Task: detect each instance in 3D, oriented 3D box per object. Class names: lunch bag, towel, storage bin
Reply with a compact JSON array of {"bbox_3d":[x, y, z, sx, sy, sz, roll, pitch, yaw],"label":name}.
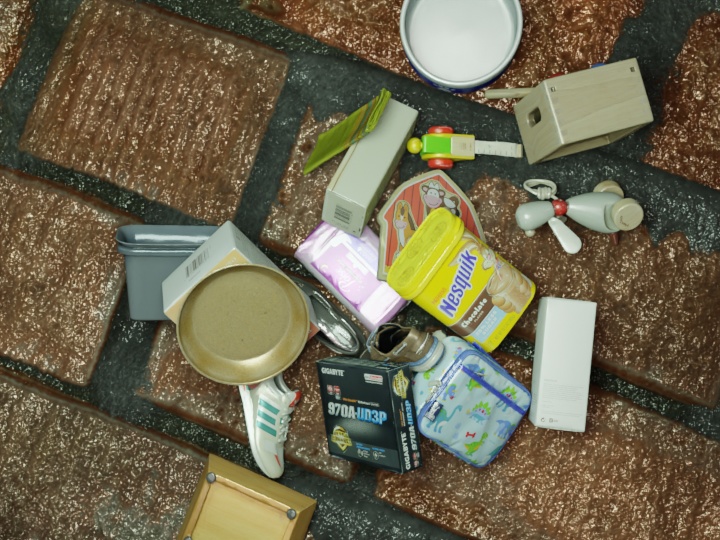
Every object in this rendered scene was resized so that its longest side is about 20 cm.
[{"bbox_3d":[0.167,0.205,1.682,0.200,0.082,0.162,39,87,-38],"label":"lunch bag"},{"bbox_3d":[-0.026,-0.218,1.703,0.018,0.199,0.087,38,57,-19],"label":"towel"},{"bbox_3d":[-0.297,0.004,1.750,0.197,0.146,0.136,1,105,-11],"label":"storage bin"}]

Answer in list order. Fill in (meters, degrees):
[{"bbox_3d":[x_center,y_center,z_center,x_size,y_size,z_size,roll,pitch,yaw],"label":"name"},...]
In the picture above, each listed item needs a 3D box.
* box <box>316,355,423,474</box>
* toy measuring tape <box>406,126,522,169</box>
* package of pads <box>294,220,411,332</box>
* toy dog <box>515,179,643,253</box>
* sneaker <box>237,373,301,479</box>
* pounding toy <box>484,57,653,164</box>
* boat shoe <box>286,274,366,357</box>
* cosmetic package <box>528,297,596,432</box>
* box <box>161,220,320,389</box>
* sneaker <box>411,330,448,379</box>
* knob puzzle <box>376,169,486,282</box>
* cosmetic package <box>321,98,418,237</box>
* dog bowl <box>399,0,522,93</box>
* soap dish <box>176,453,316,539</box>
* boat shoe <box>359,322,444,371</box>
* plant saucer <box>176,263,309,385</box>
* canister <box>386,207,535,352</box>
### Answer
[{"bbox_3d":[0.012,0.221,1.673,0.046,0.199,0.161,-12,98,-35],"label":"box"},{"bbox_3d":[0.166,-0.199,1.766,0.197,0.073,0.075,1,88,-18],"label":"toy measuring tape"},{"bbox_3d":[0.000,0.000,1.754,0.200,0.076,0.121,44,87,4],"label":"package of pads"},{"bbox_3d":[0.350,-0.077,1.721,0.197,0.132,0.098,2,120,12],"label":"toy dog"},{"bbox_3d":[-0.139,0.237,1.760,0.092,0.070,0.203,-14,85,10],"label":"sneaker"},{"bbox_3d":[0.322,-0.260,1.698,0.182,0.200,0.144,-15,87,-11],"label":"pounding toy"},{"bbox_3d":[-0.073,0.071,1.767,0.199,0.057,0.067,37,92,5],"label":"boat shoe"},{"bbox_3d":[0.319,0.146,1.710,0.084,0.108,0.203,7,90,4],"label":"cosmetic package"},{"bbox_3d":[-0.186,0.055,1.669,0.152,0.107,0.200,-42,116,8],"label":"box"},{"bbox_3d":[0.072,0.180,1.738,0.092,0.070,0.202,24,93,1],"label":"sneaker"},{"bbox_3d":[0.120,-0.068,1.729,0.217,0.030,0.223,5,77,-22],"label":"knob puzzle"},{"bbox_3d":[0.015,-0.166,1.708,0.072,0.104,0.202,25,63,5],"label":"cosmetic package"},{"bbox_3d":[0.163,-0.394,1.752,0.197,0.079,0.203,0,88,5],"label":"dog bowl"},{"bbox_3d":[-0.190,0.413,1.755,0.198,0.081,0.159,22,90,6],"label":"soap dish"},{"bbox_3d":[0.051,0.118,1.679,0.072,0.199,0.073,43,58,-18],"label":"boat shoe"},{"bbox_3d":[-0.175,0.075,1.600,0.197,0.036,0.203,-5,116,-10],"label":"plant saucer"},{"bbox_3d":[0.160,0.019,1.676,0.199,0.087,0.149,35,93,-25],"label":"canister"}]
